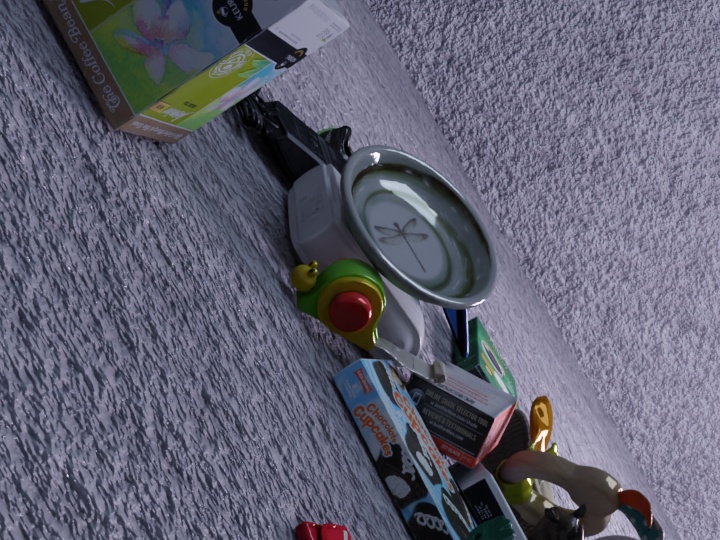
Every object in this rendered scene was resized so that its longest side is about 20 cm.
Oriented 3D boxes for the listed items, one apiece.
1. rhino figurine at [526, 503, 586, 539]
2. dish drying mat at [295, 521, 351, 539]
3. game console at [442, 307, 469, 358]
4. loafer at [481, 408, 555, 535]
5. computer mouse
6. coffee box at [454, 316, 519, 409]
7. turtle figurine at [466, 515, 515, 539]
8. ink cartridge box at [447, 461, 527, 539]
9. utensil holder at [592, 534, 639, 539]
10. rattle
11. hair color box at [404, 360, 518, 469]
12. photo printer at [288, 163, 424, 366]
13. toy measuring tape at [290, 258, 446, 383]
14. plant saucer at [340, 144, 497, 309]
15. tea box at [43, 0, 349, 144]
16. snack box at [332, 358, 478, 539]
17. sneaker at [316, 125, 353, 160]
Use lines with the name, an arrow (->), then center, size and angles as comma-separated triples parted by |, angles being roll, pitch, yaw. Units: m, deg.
rhino figurine -> 0.201, 0.292, 1.297 | 0.201, 0.059, 0.089 | 99, -11, -62
dish drying mat -> 0.011, 0.272, 0.882 | 0.202, 0.018, 0.077 | 65, 12, 24
game console -> 0.057, -0.018, 1.448 | 0.169, 0.119, 0.201 | 20, 25, -21
loafer -> 0.199, 0.263, 1.556 | 0.068, 0.075, 0.202 | 50, 24, -39
computer mouse -> -0.082, -0.142, 1.431 | 0.200, 0.053, 0.139 | 40, 18, -29
coffee box -> 0.180, 0.155, 1.787 | 0.124, 0.044, 0.200 | 57, 13, -13
turtle figurine -> 0.158, 0.329, 1.154 | 0.201, 0.100, 0.150 | 56, 5, -30
ink cartridge box -> 0.135, 0.251, 1.328 | 0.100, 0.039, 0.200 | 60, 0, 1
utensil holder -> 0.335, 0.419, 1.499 | 0.200, 0.169, 0.171 | 42, 21, -51
rattle -> 0.253, 0.211, 1.340 | 0.143, 0.199, 0.131 | -39, 107, -40
hair color box -> 0.105, 0.151, 1.357 | 0.101, 0.062, 0.200 | 27, 5, 13
photo printer -> 0.000, 0.000, 1.362 | 0.201, 0.069, 0.167 | 54, 12, -26
toy measuring tape -> 0.020, 0.042, 1.224 | 0.198, 0.074, 0.074 | 30, 23, -22
plant saucer -> 0.051, -0.035, 1.282 | 0.198, 0.050, 0.202 | 27, 39, -24
tea box -> -0.149, -0.243, 1.034 | 0.202, 0.195, 0.134 | 59, 11, 6
snack box -> 0.048, 0.181, 1.203 | 0.202, 0.037, 0.116 | 62, 11, 11
sneaker -> 0.005, -0.091, 1.567 | 0.202, 0.083, 0.077 | 58, 13, -4
